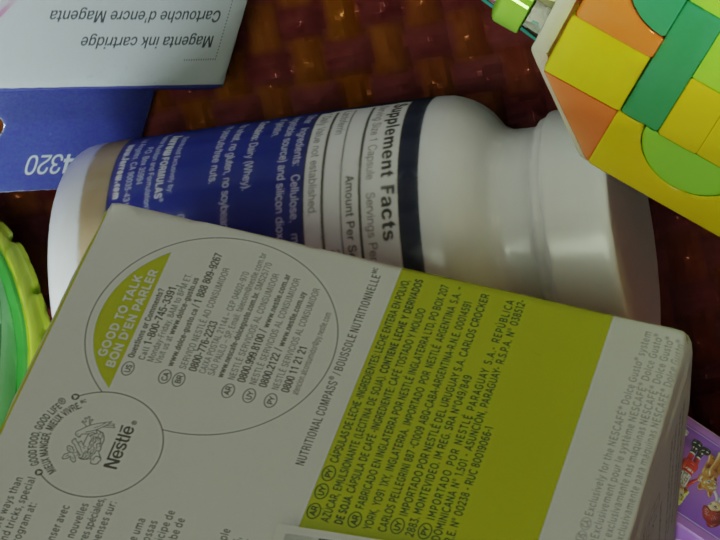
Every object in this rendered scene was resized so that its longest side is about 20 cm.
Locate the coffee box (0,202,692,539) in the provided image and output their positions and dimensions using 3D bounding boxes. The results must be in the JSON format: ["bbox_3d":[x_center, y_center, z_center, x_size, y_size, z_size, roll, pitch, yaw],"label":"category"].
[{"bbox_3d":[-0.017,0.130,0.938,0.197,0.200,0.200,12,142,12],"label":"coffee box"}]

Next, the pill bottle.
[{"bbox_3d":[0.000,0.000,1.054,0.200,0.116,0.116,-7,104,14],"label":"pill bottle"}]

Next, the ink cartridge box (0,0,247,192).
[{"bbox_3d":[-0.113,-0.109,1.017,0.043,0.196,0.200,30,113,37],"label":"ink cartridge box"}]

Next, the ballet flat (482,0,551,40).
[{"bbox_3d":[0.101,-0.088,1.026,0.200,0.076,0.064,37,111,0],"label":"ballet flat"}]

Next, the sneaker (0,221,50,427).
[{"bbox_3d":[-0.150,0.054,1.080,0.083,0.200,0.074,-5,141,-13],"label":"sneaker"}]

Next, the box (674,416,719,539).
[{"bbox_3d":[0.144,0.125,1.050,0.200,0.039,0.137,34,155,3],"label":"box"}]

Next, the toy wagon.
[{"bbox_3d":[0.132,-0.088,0.918,0.155,0.040,0.200,29,141,1],"label":"toy wagon"}]
